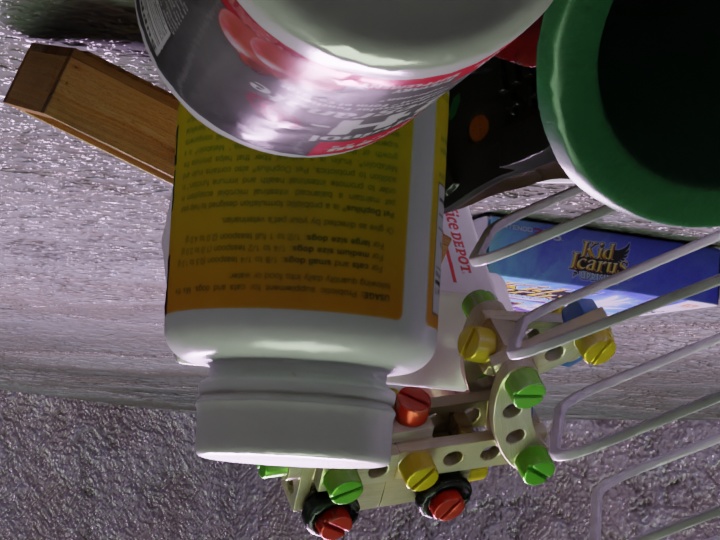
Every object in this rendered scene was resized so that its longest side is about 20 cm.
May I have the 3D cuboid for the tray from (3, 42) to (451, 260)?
[{"bbox_3d":[-0.063,-0.049,1.043,0.200,0.037,0.099,25,178,-21],"label":"tray"}]

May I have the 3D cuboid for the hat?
[{"bbox_3d":[0.097,-0.125,0.726,0.200,0.176,0.166,-33,134,6],"label":"hat"}]

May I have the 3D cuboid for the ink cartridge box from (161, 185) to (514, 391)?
[{"bbox_3d":[0.000,0.000,1.185,0.200,0.067,0.116,6,-145,-14],"label":"ink cartridge box"}]

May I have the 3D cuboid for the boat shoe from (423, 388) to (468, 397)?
[{"bbox_3d":[0.091,0.115,2.341,0.075,0.075,0.202,-2,171,35],"label":"boat shoe"}]

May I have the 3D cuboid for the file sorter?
[{"bbox_3d":[0.143,0.049,0.998,0.124,0.200,0.139,-22,-174,11],"label":"file sorter"}]

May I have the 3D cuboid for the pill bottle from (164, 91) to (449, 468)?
[{"bbox_3d":[-0.021,-0.024,0.883,0.109,0.200,0.109,3,172,0],"label":"pill bottle"}]

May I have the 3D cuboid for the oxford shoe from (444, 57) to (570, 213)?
[{"bbox_3d":[0.072,-0.062,1.049,0.084,0.073,0.200,3,175,-33],"label":"oxford shoe"}]

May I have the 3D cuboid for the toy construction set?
[{"bbox_3d":[0.020,0.064,1.104,0.200,0.092,0.131,4,132,-10],"label":"toy construction set"}]

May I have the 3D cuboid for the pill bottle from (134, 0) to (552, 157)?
[{"bbox_3d":[-0.011,-0.095,0.683,0.111,0.111,0.200,5,172,-12],"label":"pill bottle"}]

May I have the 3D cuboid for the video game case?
[{"bbox_3d":[0.127,0.003,1.606,0.200,0.045,0.181,7,170,-28],"label":"video game case"}]

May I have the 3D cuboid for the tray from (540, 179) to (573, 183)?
[{"bbox_3d":[0.081,-0.066,1.194,0.200,0.022,0.107,1,173,14],"label":"tray"}]
